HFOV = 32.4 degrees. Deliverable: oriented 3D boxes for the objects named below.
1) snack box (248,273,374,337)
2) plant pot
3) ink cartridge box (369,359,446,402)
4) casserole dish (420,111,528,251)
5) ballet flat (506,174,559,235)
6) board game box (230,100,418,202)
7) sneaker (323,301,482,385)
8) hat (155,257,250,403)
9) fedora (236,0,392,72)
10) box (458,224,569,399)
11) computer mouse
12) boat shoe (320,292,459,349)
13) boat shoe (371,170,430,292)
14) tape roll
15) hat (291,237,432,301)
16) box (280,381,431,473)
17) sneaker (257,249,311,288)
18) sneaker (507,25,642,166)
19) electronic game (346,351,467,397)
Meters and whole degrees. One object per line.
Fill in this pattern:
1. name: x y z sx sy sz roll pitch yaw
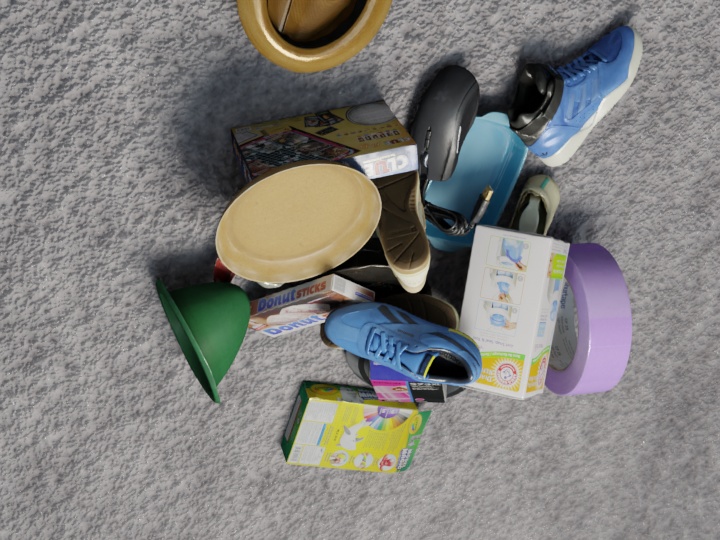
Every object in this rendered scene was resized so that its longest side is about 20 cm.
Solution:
1. snack box: -0.074 0.046 1.567 0.071 0.025 0.198 22 153 -37
2. plant pot: -0.073 -0.060 1.423 0.197 0.028 0.202 -14 143 -11
3. ink cartridge box: 0.063 0.138 1.602 0.093 0.038 0.200 1 162 6
4. casserole dish: 0.140 -0.120 1.609 0.119 0.039 0.202 10 116 -24
5. ballet flat: 0.216 -0.032 1.670 0.068 0.070 0.203 3 116 -21
6. board game box: -0.045 -0.144 1.468 0.196 0.136 0.035 -12 123 -11
7. sneaker: 0.050 0.089 1.469 0.197 0.079 0.067 16 107 4
8. hat: -0.147 0.042 1.546 0.174 0.166 0.202 -28 142 -14
9. fedora: -0.055 -0.327 1.384 0.197 0.082 0.204 -9 118 -17
10. box: 0.190 0.052 1.569 0.112 0.100 0.204 6 95 -69
11. computer mouse: 0.110 -0.140 1.525 0.046 0.140 0.202 -15 134 -55
12. boat shoe: 0.047 0.070 1.577 0.076 0.197 0.073 21 71 -54
13. boat shoe: 0.046 -0.067 1.511 0.071 0.203 0.065 -12 147 0
14. tape roll: 0.291 0.065 1.678 0.064 0.201 0.203 -2 122 -17
15. hat: 0.000 0.000 1.593 0.197 0.082 0.201 -3 160 -1
16. box: -0.004 0.226 1.770 0.197 0.049 0.119 10 116 -22
17. sneaker: -0.060 -0.048 1.540 0.078 0.100 0.200 37 103 -19
18. sneaker: 0.263 -0.239 1.545 0.111 0.077 0.201 33 98 -34
19. electronic game: 0.078 0.118 1.692 0.196 0.042 0.202 4 142 3
